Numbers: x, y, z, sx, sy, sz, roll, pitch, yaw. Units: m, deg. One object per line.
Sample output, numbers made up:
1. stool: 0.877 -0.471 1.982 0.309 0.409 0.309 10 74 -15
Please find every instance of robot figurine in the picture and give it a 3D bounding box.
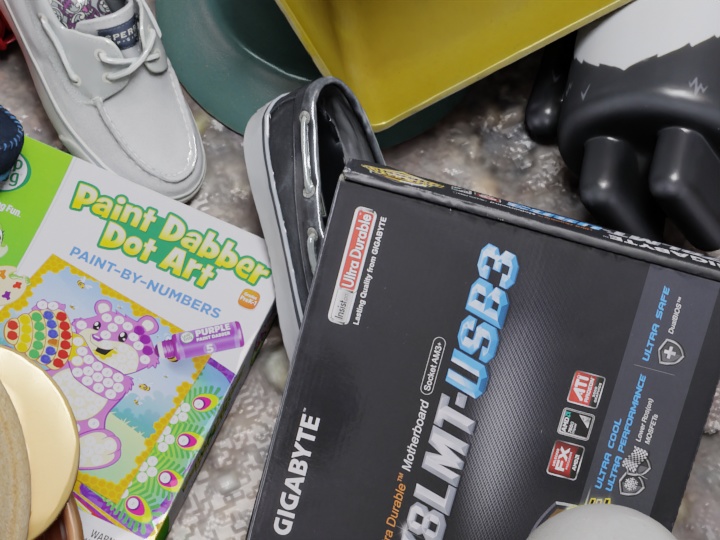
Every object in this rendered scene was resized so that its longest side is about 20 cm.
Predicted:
1. robot figurine: 0.175 -0.110 0.936 0.149 0.125 0.201 15 65 2

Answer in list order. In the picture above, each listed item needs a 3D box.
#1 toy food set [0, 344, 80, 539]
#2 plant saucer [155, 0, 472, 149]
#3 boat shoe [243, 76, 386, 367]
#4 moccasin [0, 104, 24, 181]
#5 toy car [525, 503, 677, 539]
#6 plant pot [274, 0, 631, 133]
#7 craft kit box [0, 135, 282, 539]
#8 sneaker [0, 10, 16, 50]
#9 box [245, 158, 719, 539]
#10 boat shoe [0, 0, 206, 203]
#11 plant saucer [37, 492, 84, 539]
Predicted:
1. toy food set: -0.241 0.098 0.769 0.197 0.049 0.201 30 86 6
2. plant saucer: -0.020 -0.162 0.992 0.199 0.036 0.201 2 64 -4
3. boat shoe: 0.000 0.000 0.872 0.071 0.068 0.201 -9 81 -40
4. moccasin: -0.256 -0.111 0.852 0.199 0.068 0.081 28 26 -13
5. toy car: 0.101 0.216 0.727 0.149 0.175 0.200 28 45 2
6. plant pot: 0.028 -0.231 0.889 0.199 0.200 0.177 -27 47 8
7. craft kit box: -0.160 0.041 0.880 0.199 0.049 0.198 23 62 5
8. sneaker: -0.182 -0.167 0.957 0.115 0.078 0.201 12 65 2
9. box: 0.062 0.067 0.826 0.197 0.050 0.201 16 102 0
10. boat shoe: -0.138 -0.126 0.910 0.072 0.068 0.201 -28 96 -27
11. plant saucer: -0.226 0.142 0.803 0.199 0.032 0.202 0 82 3
